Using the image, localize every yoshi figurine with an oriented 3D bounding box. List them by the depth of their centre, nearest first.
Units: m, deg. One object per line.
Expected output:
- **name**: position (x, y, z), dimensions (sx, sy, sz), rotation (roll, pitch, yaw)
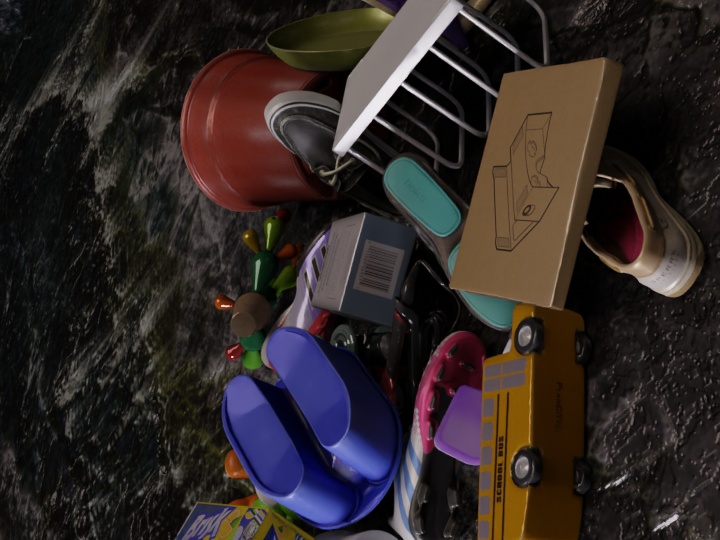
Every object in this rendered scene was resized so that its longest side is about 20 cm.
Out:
- **yoshi figurine**: position (-0.080, 0.226, 1.166), dimensions (0.198, 0.113, 0.112), rotation (-16, 30, 46)

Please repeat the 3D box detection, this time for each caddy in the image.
- **caddy**: position (-0.043, 0.151, 1.065), dimensions (0.142, 0.105, 0.200), rotation (-47, 44, 9)

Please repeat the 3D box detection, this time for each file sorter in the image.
- **file sorter**: position (0.082, -0.193, 1.097), dimensions (0.200, 0.123, 0.140), rotation (-48, 21, 35)

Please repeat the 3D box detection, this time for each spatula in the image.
- **spatula**: position (0.132, 0.078, 0.992), dimensions (0.202, 0.056, 0.021), rotation (-64, 1, 3)

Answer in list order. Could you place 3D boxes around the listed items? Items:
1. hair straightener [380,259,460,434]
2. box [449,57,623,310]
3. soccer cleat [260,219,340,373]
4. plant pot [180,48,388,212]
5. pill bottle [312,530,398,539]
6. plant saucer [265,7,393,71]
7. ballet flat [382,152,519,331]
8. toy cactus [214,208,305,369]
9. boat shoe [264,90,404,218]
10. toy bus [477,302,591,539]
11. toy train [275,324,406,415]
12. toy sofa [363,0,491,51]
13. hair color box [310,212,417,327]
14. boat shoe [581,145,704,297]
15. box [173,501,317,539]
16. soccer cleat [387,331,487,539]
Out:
- **hair straightener**: position (0.059, 0.088, 1.075), dimensions (0.041, 0.076, 0.203), rotation (-131, 44, -68)
- **box**: position (0.145, -0.074, 0.939), dimensions (0.163, 0.021, 0.203), rotation (10, 85, 66)
- **soccer cleat**: position (-0.048, 0.039, 1.288), dimensions (0.073, 0.068, 0.202), rotation (37, 107, 37)
- **plant pot**: position (-0.081, -0.164, 1.320), dimensions (0.194, 0.199, 0.204), rotation (11, 85, 50)
- **pill bottle**: position (-0.038, 0.317, 1.088), dimensions (0.199, 0.108, 0.111), rotation (-31, 51, 49)
- **plant saucer**: position (-0.009, -0.262, 1.262), dimensions (0.200, 0.197, 0.032), rotation (38, 140, 57)
- **ballet flat**: position (0.097, -0.031, 1.052), dimensions (0.068, 0.068, 0.201), rotation (-37, 78, 11)
- **toy cactus**: position (-0.130, 0.032, 1.344), dimensions (0.165, 0.101, 0.202), rotation (-65, -3, -72)
- **boat shoe**: position (-0.015, -0.119, 1.166), dimensions (0.071, 0.198, 0.064), rotation (-43, 37, 28)
- **toy bus**: position (0.144, 0.132, 0.926), dimensions (0.078, 0.064, 0.203), rotation (-23, 57, 54)
- **toy train**: position (-0.022, 0.126, 1.188), dimensions (0.199, 0.084, 0.116), rotation (-22, 71, 49)
- **toy sofa**: position (0.050, -0.319, 1.157), dimensions (0.083, 0.198, 0.098), rotation (-50, 32, 31)
- **hair color box**: position (0.000, 0.000, 1.158), dimensions (0.200, 0.060, 0.101), rotation (180, 106, -79)
- **boat shoe**: position (0.203, -0.056, 0.913), dimensions (0.074, 0.068, 0.201), rotation (-61, 33, 19)
- **box**: position (-0.122, 0.275, 1.093), dimensions (0.071, 0.064, 0.199), rotation (-59, 18, -23)
- **soccer cleat**: position (0.064, 0.155, 1.039), dimensions (0.086, 0.069, 0.203), rotation (-4, 71, 64)
